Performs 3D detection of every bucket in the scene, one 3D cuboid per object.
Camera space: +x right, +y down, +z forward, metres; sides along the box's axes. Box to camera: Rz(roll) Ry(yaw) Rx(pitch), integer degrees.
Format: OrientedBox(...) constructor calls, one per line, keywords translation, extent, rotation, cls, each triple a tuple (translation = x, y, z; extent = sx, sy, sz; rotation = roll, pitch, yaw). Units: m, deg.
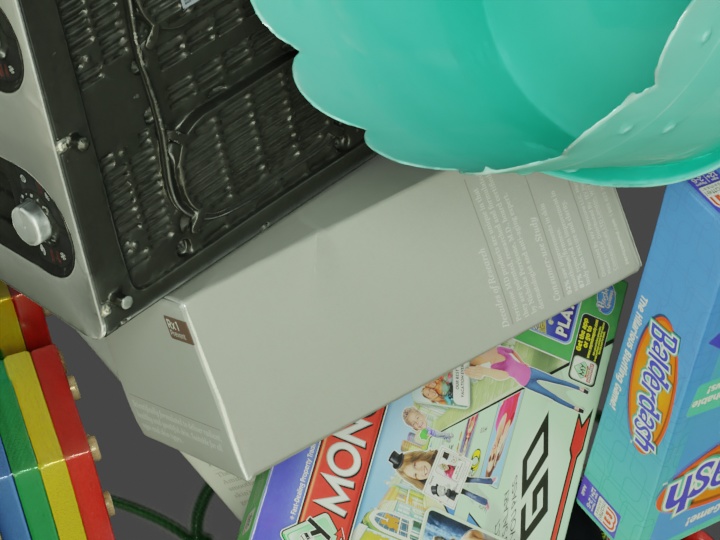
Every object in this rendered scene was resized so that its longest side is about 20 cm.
OrientedBox(translation=(0.075, -0.126, 1.047), extent=(0.207, 0.207, 0.135), rotation=(-32, 160, 33), cls="bucket")

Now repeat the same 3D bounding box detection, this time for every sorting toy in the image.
OrientedBox(translation=(-0.158, 0.085, 1.341), extent=(0.070, 0.199, 0.200), rotation=(-17, 135, -7), cls="sorting toy")

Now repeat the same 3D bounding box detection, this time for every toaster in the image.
OrientedBox(translation=(-0.080, -0.104, 1.127), extent=(0.119, 0.200, 0.181), rotation=(23, 137, 41), cls="toaster")

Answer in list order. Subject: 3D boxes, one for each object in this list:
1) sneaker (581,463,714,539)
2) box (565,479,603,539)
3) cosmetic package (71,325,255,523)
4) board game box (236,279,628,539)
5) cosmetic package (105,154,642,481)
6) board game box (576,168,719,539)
OrientedBox(translation=(0.149, 0.169, 1.434), extent=(0.085, 0.077, 0.200), rotation=(-18, 128, 17), cls="sneaker")
OrientedBox(translation=(0.005, 0.181, 1.370), extent=(0.200, 0.148, 0.107), rotation=(-22, 87, 46), cls="box")
OrientedBox(translation=(-0.046, 0.037, 1.346), extent=(0.102, 0.074, 0.200), rotation=(-19, 125, 26), cls="cosmetic package")
OrientedBox(translation=(0.031, 0.068, 1.272), extent=(0.134, 0.200, 0.029), rotation=(23, 150, -12), cls="board game box")
OrientedBox(translation=(0.000, 0.000, 1.200), extent=(0.200, 0.107, 0.090), rotation=(-29, 110, -19), cls="cosmetic package")
OrientedBox(translation=(0.180, 0.021, 1.248), extent=(0.152, 0.045, 0.200), rotation=(-22, 143, -29), cls="board game box")
